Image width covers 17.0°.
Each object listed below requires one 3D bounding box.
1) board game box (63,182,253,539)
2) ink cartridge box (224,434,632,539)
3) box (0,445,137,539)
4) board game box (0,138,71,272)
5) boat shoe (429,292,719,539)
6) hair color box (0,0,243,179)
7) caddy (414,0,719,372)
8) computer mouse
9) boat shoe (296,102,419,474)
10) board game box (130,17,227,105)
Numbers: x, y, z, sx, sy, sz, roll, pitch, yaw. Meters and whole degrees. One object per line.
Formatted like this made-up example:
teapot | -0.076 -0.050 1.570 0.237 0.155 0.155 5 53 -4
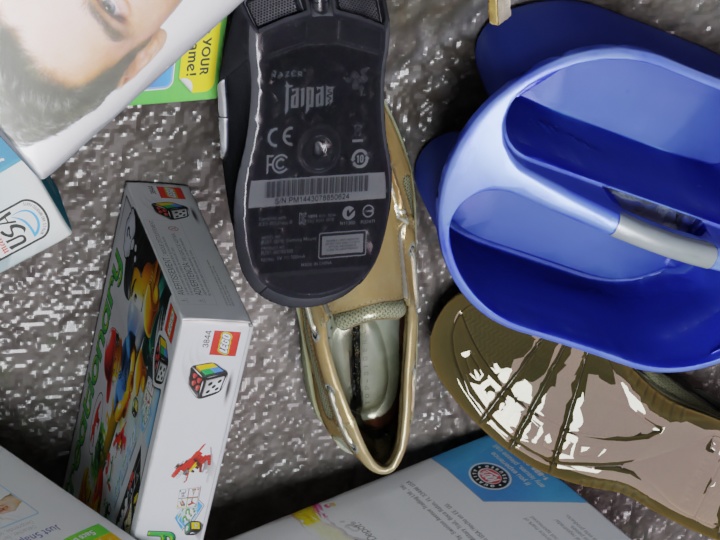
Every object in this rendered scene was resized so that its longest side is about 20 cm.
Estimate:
board game box | -0.096 0.078 1.076 0.034 0.126 0.201 5 116 -20
ink cartridge box | 0.025 0.198 1.135 0.199 0.147 0.147 -18 126 -27
box | -0.182 0.143 1.031 0.101 0.199 0.113 -19 131 -50
board game box | -0.244 -0.035 1.015 0.199 0.047 0.152 -28 122 -1
boat shoe | 0.119 0.070 1.173 0.200 0.066 0.072 27 94 -8
hair color box | -0.083 -0.141 0.916 0.200 0.061 0.099 -42 116 -5
caddy | 0.121 -0.034 1.091 0.199 0.105 0.142 17 113 -25
computer mouse | 0.000 -0.091 1.025 0.139 0.046 0.202 -11 108 -24
boat shoe | 0.000 0.000 1.091 0.071 0.076 0.201 -16 120 -5
board game box | -0.110 -0.161 0.959 0.134 0.029 0.201 -7 118 -30
